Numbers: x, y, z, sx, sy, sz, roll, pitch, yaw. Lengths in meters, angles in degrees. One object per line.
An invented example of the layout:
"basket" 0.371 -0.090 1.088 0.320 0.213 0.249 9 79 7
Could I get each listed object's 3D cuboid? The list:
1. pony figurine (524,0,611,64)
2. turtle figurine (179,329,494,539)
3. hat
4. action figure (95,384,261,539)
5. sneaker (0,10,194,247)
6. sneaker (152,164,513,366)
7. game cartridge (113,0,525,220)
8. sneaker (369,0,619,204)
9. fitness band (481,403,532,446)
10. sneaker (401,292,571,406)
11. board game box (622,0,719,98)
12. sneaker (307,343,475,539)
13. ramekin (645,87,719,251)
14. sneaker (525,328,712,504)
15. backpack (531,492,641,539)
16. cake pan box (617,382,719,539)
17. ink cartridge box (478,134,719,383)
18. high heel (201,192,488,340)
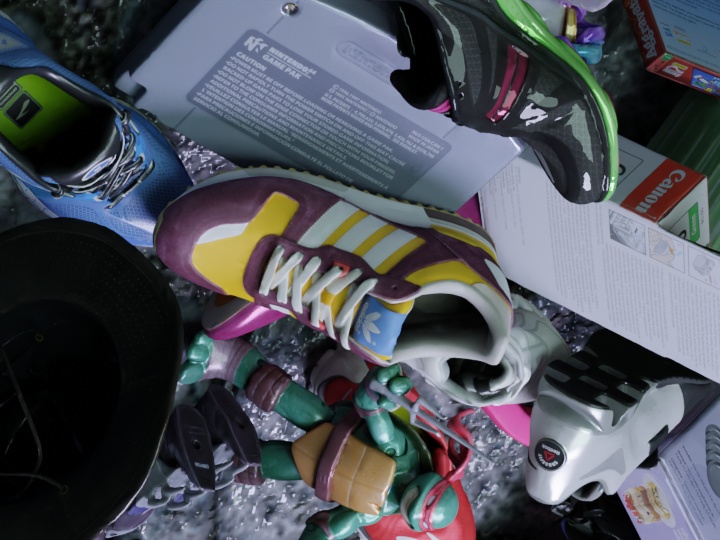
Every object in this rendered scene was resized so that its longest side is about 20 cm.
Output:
"pony figurine" 0.068 -0.185 1.453 0.199 0.167 0.193 7 127 -26
"turtle figurine" -0.016 0.112 1.530 0.101 0.199 0.150 5 107 -66
"hat" -0.163 0.077 1.429 0.201 0.200 0.081 -52 148 4
"action figure" -0.149 0.142 1.512 0.200 0.070 0.130 -37 159 29
"sneaker" -0.151 -0.060 1.404 0.079 0.089 0.200 -51 135 3
"sneaker" -0.012 0.003 1.433 0.199 0.090 0.075 7 125 -15
"game cartridge" -0.016 -0.095 1.438 0.200 0.041 0.133 29 135 -24
"sneaker" 0.061 -0.104 1.379 0.084 0.077 0.200 -46 115 -10
"fitness band" 0.124 0.031 1.682 0.144 0.037 0.200 -42 131 -5
"sneaker" 0.073 0.052 1.577 0.075 0.081 0.200 -56 145 10
"board game box" 0.231 -0.139 1.610 0.200 0.103 0.019 17 137 -39
"sneaker" 0.027 0.129 1.643 0.077 0.085 0.200 -36 131 -9
"ramekin" 0.256 -0.032 1.617 0.200 0.200 0.098 16 112 -39
"sneaker" 0.151 0.092 1.636 0.200 0.074 0.089 -15 128 -57
"backpack" 0.167 0.275 1.765 0.154 0.200 0.190 -35 144 17
"cake pan box" 0.262 0.168 1.741 0.184 0.052 0.201 -39 104 -45
"ink cartridge box" 0.157 -0.015 1.505 0.050 0.200 0.109 -42 143 -29
"high heel" 0.000 0.000 1.557 0.200 0.067 0.096 -42 119 -23
